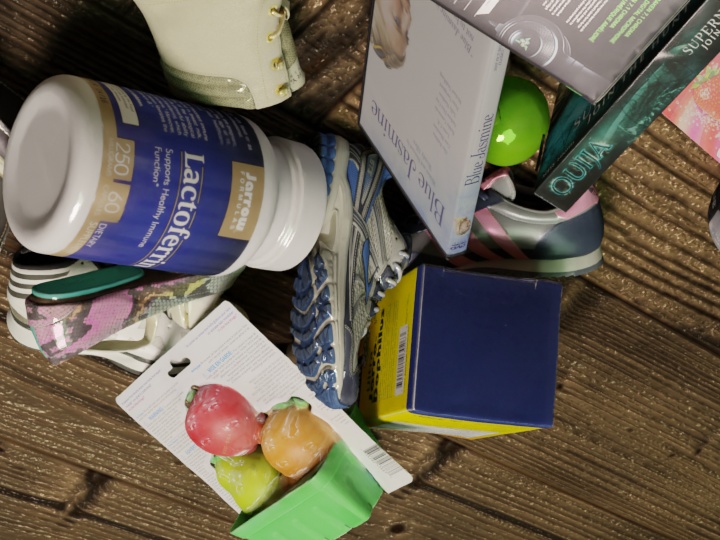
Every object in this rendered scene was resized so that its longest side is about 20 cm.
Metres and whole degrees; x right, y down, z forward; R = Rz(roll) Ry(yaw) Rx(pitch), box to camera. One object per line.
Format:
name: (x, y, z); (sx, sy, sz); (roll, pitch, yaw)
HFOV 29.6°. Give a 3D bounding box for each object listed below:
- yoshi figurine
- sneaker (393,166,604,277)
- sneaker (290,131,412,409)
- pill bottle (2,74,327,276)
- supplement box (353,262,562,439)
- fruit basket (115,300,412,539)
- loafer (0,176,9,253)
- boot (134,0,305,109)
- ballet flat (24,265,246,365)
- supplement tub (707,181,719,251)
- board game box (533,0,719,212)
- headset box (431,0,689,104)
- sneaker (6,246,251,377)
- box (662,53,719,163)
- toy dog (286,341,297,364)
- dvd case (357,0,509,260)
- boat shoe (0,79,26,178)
yoshi figurine: (0.097, -0.145, 0.884); (0.112, 0.112, 0.200); (-1, 143, -12)
sneaker: (0.086, -0.042, 1.047); (0.199, 0.070, 0.082); (-2, 114, 4)
sneaker: (0.000, 0.000, 0.990); (0.085, 0.201, 0.077); (3, 173, -22)
pill bottle: (-0.128, -0.057, 0.921); (0.199, 0.116, 0.116); (8, 142, -39)
supplement box: (0.069, 0.068, 1.063); (0.108, 0.110, 0.200); (7, 169, -12)
fruit basket: (-0.077, 0.128, 1.084); (0.200, 0.094, 0.185); (47, 132, -4)
loafer: (-0.295, -0.017, 1.022); (0.072, 0.073, 0.200); (-3, 148, -34)
boot: (-0.052, -0.179, 0.860); (0.199, 0.072, 0.155); (-7, 139, 13)
ballet flat: (-0.157, 0.019, 1.030); (0.199, 0.069, 0.072); (-22, 117, -33)
supplement tub: (0.331, -0.085, 0.951); (0.122, 0.123, 0.200); (4, 140, -8)
board game box: (0.172, -0.140, 0.780); (0.028, 0.136, 0.200); (30, 133, -10)
headset box: (0.089, -0.208, 0.718); (0.199, 0.175, 0.093); (29, 133, -12)
sneaker: (-0.182, 0.020, 1.081); (0.199, 0.076, 0.116); (6, 141, -6)
box: (0.269, -0.161, 0.815); (0.102, 0.095, 0.200); (-11, 141, -55)
toy dog: (-0.041, 0.143, 1.217); (0.200, 0.097, 0.132); (29, 131, -31)
dvd case: (0.042, -0.123, 0.880); (0.017, 0.143, 0.201); (-18, 144, -20)
boat shoe: (-0.207, -0.081, 0.970); (0.065, 0.072, 0.200); (-24, 139, 16)
